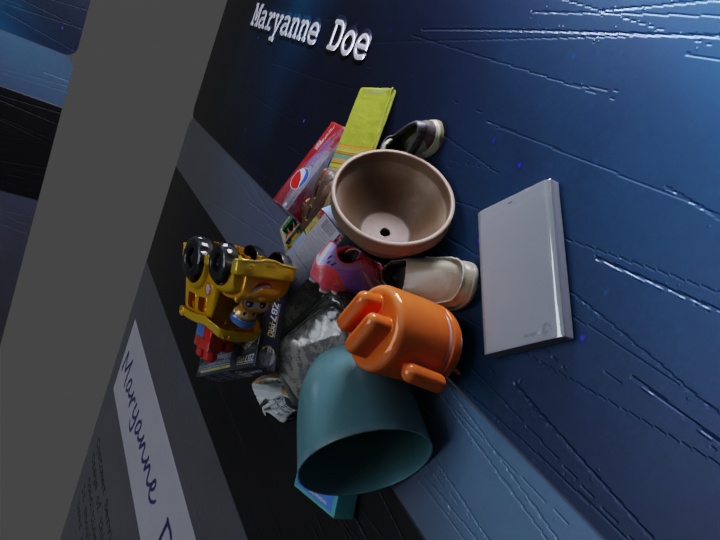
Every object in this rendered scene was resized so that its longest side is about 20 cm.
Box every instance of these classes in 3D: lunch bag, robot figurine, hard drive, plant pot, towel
[{"bbox_3d":[-0.056,0.118,1.055,0.199,0.138,0.171,-39,48,24],"label":"lunch bag"},{"bbox_3d":[0.062,0.089,0.849,0.142,0.196,0.121,10,81,53],"label":"robot figurine"},{"bbox_3d":[0.211,0.000,0.811,0.131,0.026,0.207,-25,58,51],"label":"hard drive"},{"bbox_3d":[0.046,-0.088,0.977,0.094,0.193,0.205,100,160,-51],"label":"plant pot"},{"bbox_3d":[-0.006,0.210,0.914,0.201,0.196,0.164,-49,39,35],"label":"plant pot"},{"bbox_3d":[0.000,-0.259,1.167,0.084,0.018,0.206,11,72,29],"label":"towel"}]

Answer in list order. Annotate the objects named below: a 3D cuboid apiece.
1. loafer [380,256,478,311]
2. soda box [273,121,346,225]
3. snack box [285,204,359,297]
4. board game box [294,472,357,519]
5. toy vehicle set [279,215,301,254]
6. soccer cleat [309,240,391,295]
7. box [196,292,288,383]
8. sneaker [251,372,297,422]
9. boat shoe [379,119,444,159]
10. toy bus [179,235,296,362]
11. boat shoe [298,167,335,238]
[{"bbox_3d":[0.098,0.018,0.938,0.198,0.067,0.079,-6,73,56],"label":"loafer"},{"bbox_3d":[-0.083,-0.192,1.235,0.202,0.063,0.070,-52,42,-3],"label":"soda box"},{"bbox_3d":[-0.055,-0.047,1.108,0.068,0.167,0.200,49,128,8],"label":"snack box"},{"bbox_3d":[-0.045,0.300,1.076,0.150,0.044,0.207,5,82,58],"label":"board game box"},{"bbox_3d":[-0.094,-0.114,1.292,0.201,0.026,0.126,-49,40,23],"label":"toy vehicle set"},{"bbox_3d":[0.000,0.000,0.986,0.067,0.197,0.078,43,112,35],"label":"soccer cleat"},{"bbox_3d":[-0.209,0.106,1.094,0.197,0.048,0.166,-19,54,45],"label":"box"},{"bbox_3d":[-0.133,0.257,1.223,0.196,0.075,0.091,-2,107,47],"label":"sneaker"},{"bbox_3d":[0.062,-0.205,1.077,0.199,0.064,0.074,-30,57,50],"label":"boat shoe"},{"bbox_3d":[-0.209,0.053,0.991,0.197,0.133,0.199,11,90,48],"label":"toy bus"},{"bbox_3d":[-0.078,-0.109,1.180,0.068,0.071,0.202,47,135,16],"label":"boat shoe"}]
